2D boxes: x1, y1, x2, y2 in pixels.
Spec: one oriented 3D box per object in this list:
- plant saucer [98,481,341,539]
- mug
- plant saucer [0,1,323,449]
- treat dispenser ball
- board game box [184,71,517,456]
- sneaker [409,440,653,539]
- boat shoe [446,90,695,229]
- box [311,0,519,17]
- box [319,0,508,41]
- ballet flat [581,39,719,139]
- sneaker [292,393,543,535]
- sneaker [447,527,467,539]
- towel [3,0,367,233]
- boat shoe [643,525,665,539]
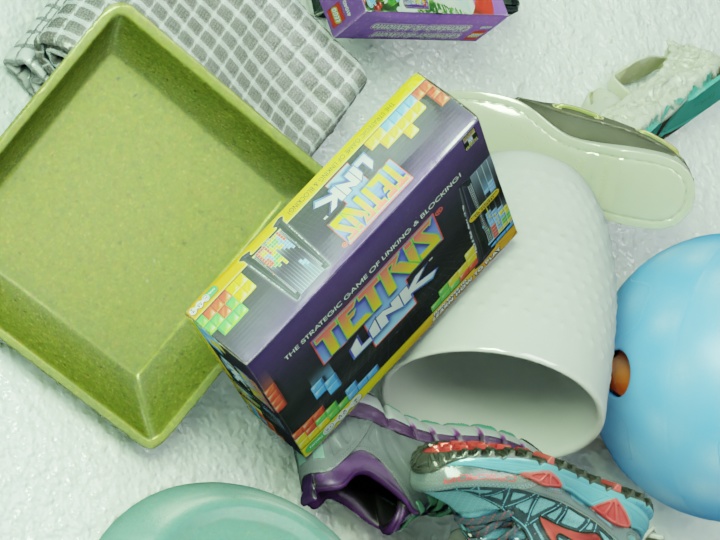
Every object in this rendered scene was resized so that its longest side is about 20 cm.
[{"bbox_3d":[-0.067,0.208,1.529,0.200,0.036,0.200,13,55,-19],"label":"plant saucer"},{"bbox_3d":[0.076,0.006,1.697,0.200,0.148,0.175,24,56,-21],"label":"mug"},{"bbox_3d":[-0.139,-0.029,1.538,0.200,0.048,0.200,40,90,-24],"label":"plant saucer"},{"bbox_3d":[0.258,0.074,1.785,0.201,0.201,0.201,15,65,-36],"label":"treat dispenser ball"},{"bbox_3d":[0.000,0.000,1.545,0.057,0.165,0.200,39,80,23],"label":"board game box"},{"bbox_3d":[0.108,0.165,1.619,0.200,0.079,0.096,22,76,-37],"label":"sneaker"},{"bbox_3d":[0.135,-0.081,1.793,0.202,0.072,0.060,17,19,3],"label":"boat shoe"},{"bbox_3d":[0.024,-0.273,1.814,0.159,0.046,0.200,0,75,-40],"label":"box"},{"bbox_3d":[0.008,-0.247,1.708,0.137,0.039,0.200,-3,67,-44],"label":"box"},{"bbox_3d":[0.201,-0.115,1.907,0.200,0.072,0.072,-36,99,-44],"label":"ballet flat"},{"bbox_3d":[0.039,0.142,1.654,0.200,0.074,0.088,17,49,-26],"label":"sneaker"},{"bbox_3d":[0.023,0.230,1.632,0.200,0.070,0.093,-27,71,-38],"label":"sneaker"},{"bbox_3d":[-0.103,-0.124,1.627,0.200,0.086,0.166,45,52,-20],"label":"towel"},{"bbox_3d":[0.186,0.199,1.767,0.200,0.070,0.071,46,51,-19],"label":"boat shoe"}]
